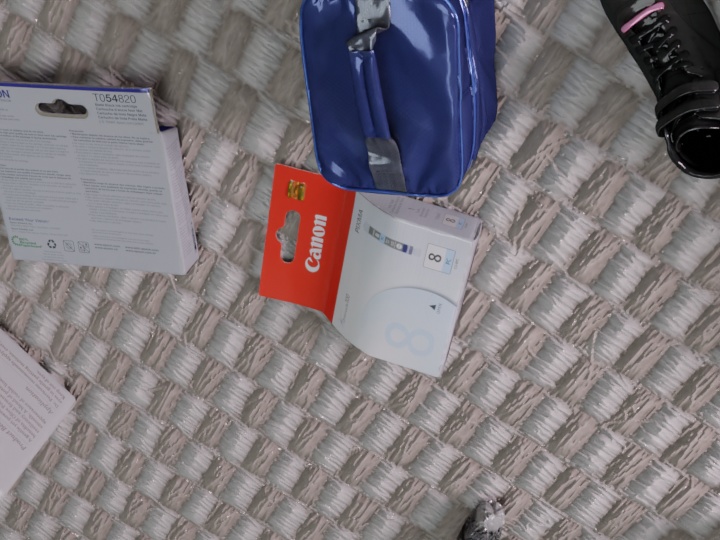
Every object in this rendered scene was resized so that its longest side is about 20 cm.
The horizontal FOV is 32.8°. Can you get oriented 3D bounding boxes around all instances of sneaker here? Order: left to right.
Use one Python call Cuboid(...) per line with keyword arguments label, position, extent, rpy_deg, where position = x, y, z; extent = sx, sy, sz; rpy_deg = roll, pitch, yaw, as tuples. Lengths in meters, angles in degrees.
Cuboid(label="sneaker", position=(0.238, -0.155, 0.921), extent=(0.071, 0.099, 0.200), rpy_deg=(-30, 107, 35))

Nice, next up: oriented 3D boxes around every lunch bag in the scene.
Cuboid(label="lunch bag", position=(0.032, -0.163, 0.969), extent=(0.135, 0.132, 0.201), rpy_deg=(3, 124, 18))

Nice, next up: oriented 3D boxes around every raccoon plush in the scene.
Cuboid(label="raccoon plush", position=(0.147, 0.353, 1.303), extent=(0.133, 0.097, 0.200), rpy_deg=(24, 127, -7))

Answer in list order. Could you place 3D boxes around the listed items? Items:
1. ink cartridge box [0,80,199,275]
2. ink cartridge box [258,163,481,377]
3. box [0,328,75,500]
Cuboid(label="ink cartridge box", position=(-0.264, -0.095, 1.176), extent=(0.199, 0.041, 0.201), rpy_deg=(6, 124, 16))
Cuboid(label="ink cartridge box", position=(0.000, 0.000, 1.141), extent=(0.199, 0.047, 0.161), rpy_deg=(16, 126, 7))
Cuboid(label="box", position=(-0.470, 0.167, 1.343), extent=(0.200, 0.172, 0.199), rpy_deg=(-35, 106, 34))
